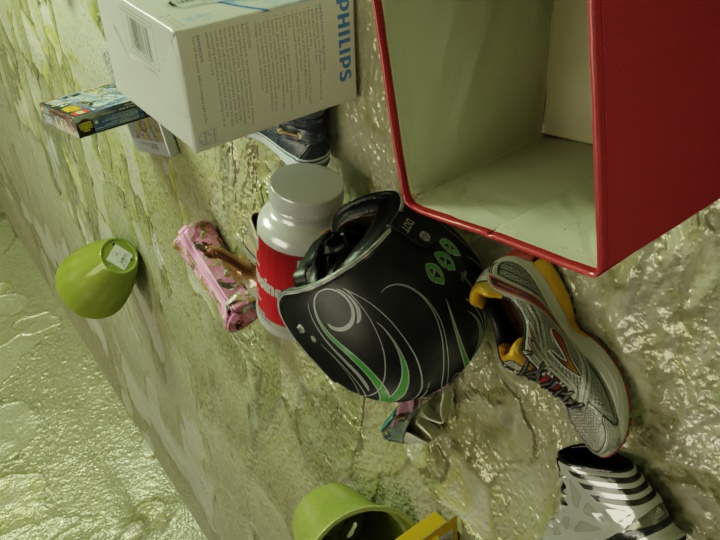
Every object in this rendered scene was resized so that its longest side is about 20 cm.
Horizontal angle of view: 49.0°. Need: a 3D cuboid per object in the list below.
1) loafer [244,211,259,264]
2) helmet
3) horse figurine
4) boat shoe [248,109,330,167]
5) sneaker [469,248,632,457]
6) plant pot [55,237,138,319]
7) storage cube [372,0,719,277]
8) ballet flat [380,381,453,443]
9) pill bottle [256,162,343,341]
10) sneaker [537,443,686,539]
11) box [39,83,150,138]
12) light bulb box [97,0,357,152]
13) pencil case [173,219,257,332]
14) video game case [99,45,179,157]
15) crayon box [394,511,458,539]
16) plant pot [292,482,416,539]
[{"bbox_3d":[-0.113,-0.027,1.120,0.200,0.072,0.063,31,132,50],"label":"loafer"},{"bbox_3d":[0.033,0.037,0.792,0.191,0.200,0.200,51,158,-22],"label":"helmet"},{"bbox_3d":[-0.147,0.031,1.185,0.200,0.050,0.133,40,165,11],"label":"horse figurine"},{"bbox_3d":[-0.107,-0.204,0.960,0.200,0.071,0.091,36,141,30],"label":"boat shoe"},{"bbox_3d":[0.166,0.081,0.712,0.200,0.082,0.078,58,152,9],"label":"sneaker"},{"bbox_3d":[-0.623,-0.001,1.933,0.200,0.187,0.188,-32,86,48],"label":"plant pot"},{"bbox_3d":[0.133,-0.129,0.483,0.171,0.179,0.201,27,136,49],"label":"storage cube"},{"bbox_3d":[0.073,0.173,0.983,0.071,0.069,0.200,33,144,14],"label":"ballet flat"},{"bbox_3d":[-0.069,-0.021,0.947,0.112,0.112,0.200,41,140,36],"label":"pill bottle"},{"bbox_3d":[0.219,0.233,0.783,0.201,0.075,0.116,-46,64,53],"label":"sneaker"},{"bbox_3d":[-0.461,-0.281,1.374,0.200,0.137,0.040,26,133,50],"label":"box"},{"bbox_3d":[-0.139,-0.241,0.833,0.198,0.200,0.125,38,142,40],"label":"light bulb box"},{"bbox_3d":[-0.244,0.007,1.357,0.200,0.083,0.087,54,152,19],"label":"pencil case"},{"bbox_3d":[-0.398,-0.306,1.415,0.182,0.023,0.201,19,129,53],"label":"video game case"},{"bbox_3d":[0.080,0.432,1.117,0.052,0.126,0.201,32,139,45],"label":"crayon box"},{"bbox_3d":[-0.022,0.432,1.255,0.184,0.200,0.201,22,133,68],"label":"plant pot"}]
